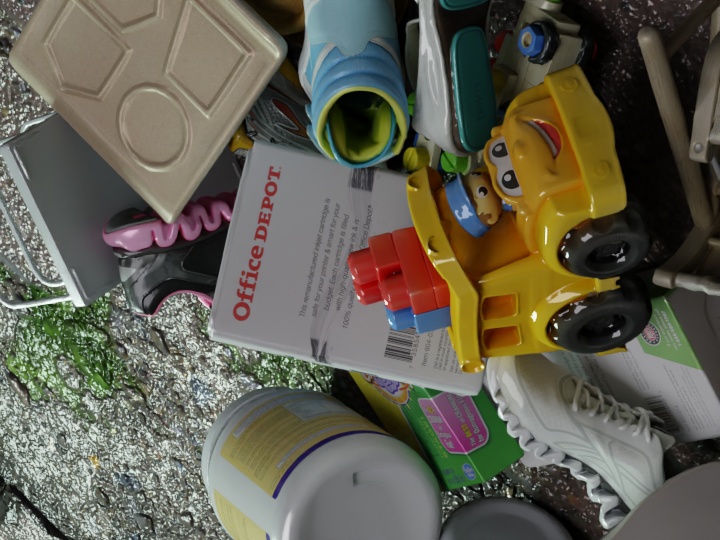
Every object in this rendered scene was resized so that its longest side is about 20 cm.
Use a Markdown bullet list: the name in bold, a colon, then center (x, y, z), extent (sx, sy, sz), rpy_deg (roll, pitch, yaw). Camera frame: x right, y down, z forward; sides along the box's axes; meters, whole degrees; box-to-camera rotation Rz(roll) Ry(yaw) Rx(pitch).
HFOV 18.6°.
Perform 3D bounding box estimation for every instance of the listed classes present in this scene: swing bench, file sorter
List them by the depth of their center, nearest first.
- **swing bench**: center (0.294, -0.076, 1.380), extent (0.199, 0.130, 0.200), rpy_deg (15, 131, 32)
- **file sorter**: center (-0.217, -0.071, 1.764), extent (0.124, 0.200, 0.139), rpy_deg (-10, 110, 46)

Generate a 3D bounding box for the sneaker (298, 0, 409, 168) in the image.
- **sneaker**: center (-0.004, -0.110, 1.534), extent (0.079, 0.131, 0.200), rpy_deg (-7, 154, 4)

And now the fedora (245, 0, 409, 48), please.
- **fedora**: center (-0.057, -0.235, 1.566), extent (0.201, 0.082, 0.201), rpy_deg (21, 129, 29)

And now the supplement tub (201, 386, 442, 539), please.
- **supplement tub**: center (-0.037, 0.178, 1.773), extent (0.200, 0.145, 0.145), rpy_deg (28, 139, 62)

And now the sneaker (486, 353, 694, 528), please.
- **sneaker**: center (0.171, 0.113, 1.549), extent (0.200, 0.075, 0.081), rpy_deg (44, 129, -17)

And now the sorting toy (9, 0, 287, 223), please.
- **sorting toy**: center (-0.156, -0.160, 1.610), extent (0.185, 0.036, 0.200), rpy_deg (45, 128, 11)

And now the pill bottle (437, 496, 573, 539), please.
- **pill bottle**: center (0.102, 0.290, 1.790), extent (0.116, 0.116, 0.200), rpy_deg (31, 134, 21)

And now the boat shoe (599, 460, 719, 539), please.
- **boat shoe**: center (0.200, 0.202, 1.530), extent (0.075, 0.200, 0.093), rpy_deg (56, 177, 10)

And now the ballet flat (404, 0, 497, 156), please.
- **ballet flat**: center (0.055, -0.175, 1.464), extent (0.069, 0.069, 0.200), rpy_deg (13, 113, 34)

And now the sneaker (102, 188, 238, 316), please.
- **sneaker**: center (-0.100, -0.013, 1.712), extent (0.079, 0.200, 0.095), rpy_deg (-161, 61, -69)

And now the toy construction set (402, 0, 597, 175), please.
- **toy construction set**: center (0.092, -0.145, 1.540), extent (0.131, 0.092, 0.200), rpy_deg (43, 135, 48)

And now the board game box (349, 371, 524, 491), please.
- **board game box**: center (0.036, 0.077, 1.710), extent (0.200, 0.040, 0.153), rpy_deg (57, 163, 0)

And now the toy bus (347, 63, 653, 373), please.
- **toy bus**: center (0.086, -0.024, 1.456), extent (0.200, 0.192, 0.136), rpy_deg (82, 175, -57)

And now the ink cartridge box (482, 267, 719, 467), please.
- **ink cartridge box**: center (0.185, 0.071, 1.608), extent (0.200, 0.067, 0.117), rpy_deg (-16, 108, 44)

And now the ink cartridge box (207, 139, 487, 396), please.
- **ink cartridge box**: center (0.000, 0.000, 1.590), extent (0.200, 0.146, 0.084), rpy_deg (13, 175, -4)

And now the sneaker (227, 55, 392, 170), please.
- **sneaker**: center (-0.061, -0.103, 1.679), extent (0.200, 0.082, 0.078), rpy_deg (39, 152, 0)

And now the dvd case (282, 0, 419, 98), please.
- **dvd case**: center (-0.030, -0.215, 1.636), extent (0.200, 0.025, 0.150), rpy_deg (25, 131, 28)
